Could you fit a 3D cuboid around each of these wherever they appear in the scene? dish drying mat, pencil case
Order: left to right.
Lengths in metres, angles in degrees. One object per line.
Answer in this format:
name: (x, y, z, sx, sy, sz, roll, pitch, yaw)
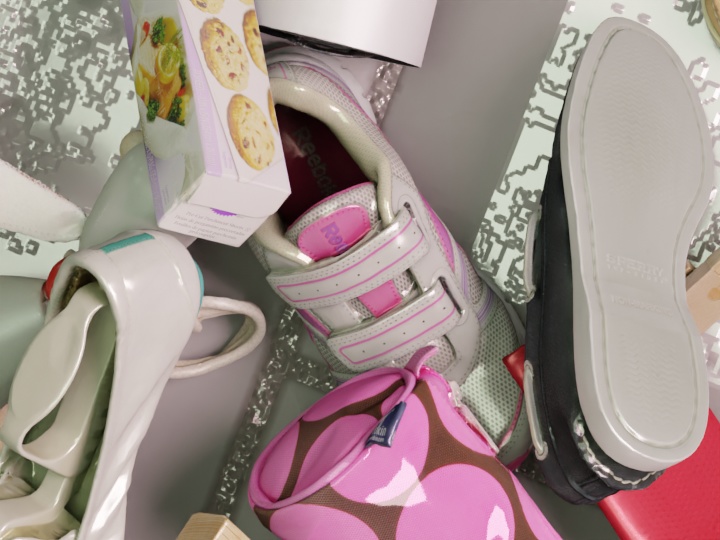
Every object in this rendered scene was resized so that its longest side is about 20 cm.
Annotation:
pencil case: (0.050, 0.129, 1.046, 0.094, 0.091, 0.200, -43, 107, -15)
dish drying mat: (0.135, 0.104, 1.069, 0.201, 0.077, 0.018, 57, 138, 5)

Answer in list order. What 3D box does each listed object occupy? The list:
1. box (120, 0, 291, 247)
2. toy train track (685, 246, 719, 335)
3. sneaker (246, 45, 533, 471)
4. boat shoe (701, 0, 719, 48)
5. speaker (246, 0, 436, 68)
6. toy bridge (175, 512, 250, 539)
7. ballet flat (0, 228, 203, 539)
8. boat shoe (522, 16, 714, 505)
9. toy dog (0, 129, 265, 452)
box: (-0.068, -0.103, 1.056, 0.039, 0.041, 0.201, -43, 45, 38)
toy train track: (0.193, -0.051, 1.066, 0.200, 0.033, 0.114, -44, 125, 15)
sneaker: (0.000, 0.000, 1.074, 0.081, 0.088, 0.201, -36, 85, 7)
boat shoe: (0.225, -0.139, 1.045, 0.199, 0.076, 0.072, -25, 86, 8)
speaker: (0.009, -0.184, 1.077, 0.081, 0.081, 0.202, 13, 92, 9)
toy bridge: (-0.015, 0.181, 1.044, 0.200, 0.027, 0.067, 49, 63, -29)
ballet flat: (-0.119, 0.077, 1.021, 0.069, 0.069, 0.201, 22, 103, 8)
boat shoe: (0.094, -0.006, 1.049, 0.075, 0.060, 0.201, 23, 54, -22)
toy dog: (-0.147, 0.004, 1.096, 0.199, 0.132, 0.097, -26, 55, 1)
